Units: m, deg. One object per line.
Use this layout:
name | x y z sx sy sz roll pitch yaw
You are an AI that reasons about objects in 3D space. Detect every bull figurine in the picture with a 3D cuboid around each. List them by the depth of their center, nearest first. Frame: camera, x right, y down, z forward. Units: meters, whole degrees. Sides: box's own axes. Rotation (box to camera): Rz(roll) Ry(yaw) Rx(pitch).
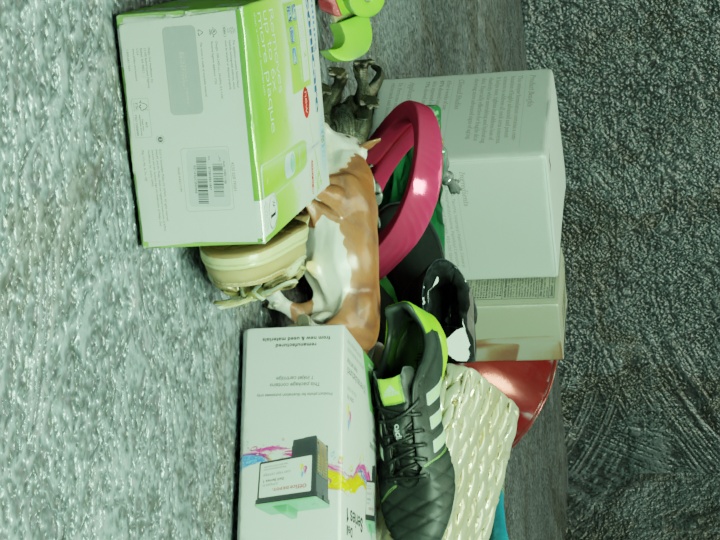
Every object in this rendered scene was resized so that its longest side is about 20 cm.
bull figurine | -0.026 -0.028 1.296 0.121 0.065 0.203 2 78 -50

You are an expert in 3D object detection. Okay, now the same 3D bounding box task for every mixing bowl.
mixing bowl | 0.127 0.117 1.874 0.108 0.200 0.202 28 47 -24

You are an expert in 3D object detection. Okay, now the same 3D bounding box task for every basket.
basket | 0.044 0.177 1.370 0.135 0.122 0.202 38 62 -54

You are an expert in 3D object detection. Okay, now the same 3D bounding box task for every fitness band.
fitness band | 0.029 -0.071 1.488 0.200 0.037 0.145 132 -33 -57

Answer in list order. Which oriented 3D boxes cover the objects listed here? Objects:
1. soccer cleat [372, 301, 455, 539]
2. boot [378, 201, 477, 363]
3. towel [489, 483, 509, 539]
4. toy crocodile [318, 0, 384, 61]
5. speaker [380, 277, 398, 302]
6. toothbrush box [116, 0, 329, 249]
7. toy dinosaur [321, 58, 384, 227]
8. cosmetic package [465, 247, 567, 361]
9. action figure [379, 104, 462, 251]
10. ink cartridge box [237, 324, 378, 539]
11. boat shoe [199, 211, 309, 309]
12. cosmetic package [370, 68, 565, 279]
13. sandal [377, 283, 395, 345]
soccer cleat | 0.036 0.123 1.269 0.081 0.067 0.203 42 43 -55
boot | 0.059 0.009 1.484 0.200 0.065 0.167 70 0 -88
towel | 0.127 0.245 1.559 0.201 0.021 0.148 -85 -179 -50
toy crocodile | -0.024 -0.291 1.458 0.067 0.061 0.202 31 -43 56
speaker | 0.052 0.111 1.674 0.089 0.087 0.203 -63 149 -67
toothbrush box | -0.084 -0.107 1.058 0.200 0.085 0.148 -53 139 -74
toy dinosaur | -0.015 -0.133 1.476 0.201 0.076 0.103 -94 -167 -56
cosmetic package | 0.128 0.039 1.777 0.104 0.197 0.088 -76 161 -48
action figure | 0.059 -0.092 1.594 0.055 0.118 0.201 -37 154 -27
ink cartridge box | -0.038 0.158 1.229 0.145 0.083 0.203 56 33 -70
boat shoe | -0.068 -0.004 1.143 0.200 0.072 0.064 -39 128 -78
cosmetic package | 0.118 -0.103 1.751 0.168 0.197 0.168 -77 160 -50
sandal | 0.000 0.000 1.397 0.200 0.045 0.076 48 29 -33
